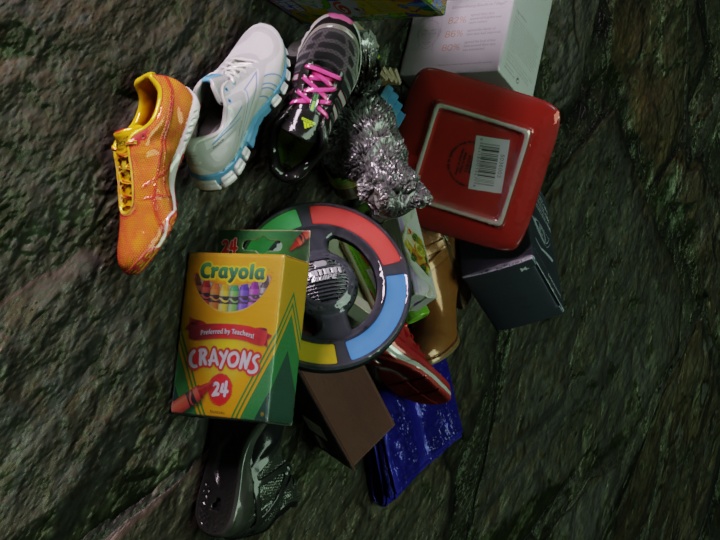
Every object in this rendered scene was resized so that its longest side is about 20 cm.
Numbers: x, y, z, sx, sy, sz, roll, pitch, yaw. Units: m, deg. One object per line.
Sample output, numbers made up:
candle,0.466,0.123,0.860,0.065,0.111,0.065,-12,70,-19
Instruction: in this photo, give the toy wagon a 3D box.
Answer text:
toy wagon,0.000,0.000,1.642,0.199,0.039,0.157,-14,74,-50

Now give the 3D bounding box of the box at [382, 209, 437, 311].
box,0.047,-0.050,1.662,0.038,0.041,0.202,11,56,-41

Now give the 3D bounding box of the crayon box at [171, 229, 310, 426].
crayon box,-0.123,0.053,1.420,0.051,0.126,0.203,17,76,-57

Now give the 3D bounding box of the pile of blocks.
pile of blocks,0.006,-0.201,1.656,0.063,0.081,0.201,-62,140,-36

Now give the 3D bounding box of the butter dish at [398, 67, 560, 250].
butter dish,0.140,-0.152,1.795,0.148,0.197,0.202,-75,-179,-75

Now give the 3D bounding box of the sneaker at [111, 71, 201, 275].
sneaker,-0.214,-0.094,1.335,0.077,0.073,0.203,21,68,-36

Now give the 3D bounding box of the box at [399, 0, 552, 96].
box,0.158,-0.323,1.830,0.106,0.151,0.202,39,60,-51

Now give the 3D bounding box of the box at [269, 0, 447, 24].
box,-0.028,-0.360,1.487,0.199,0.190,0.124,21,74,-57

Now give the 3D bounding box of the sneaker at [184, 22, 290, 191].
sneaker,-0.133,-0.186,1.427,0.087,0.074,0.202,61,42,-53

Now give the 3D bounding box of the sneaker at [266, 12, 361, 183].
sneaker,-0.052,-0.177,1.488,0.088,0.073,0.201,-83,-163,-62

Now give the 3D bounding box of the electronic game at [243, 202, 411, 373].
electronic game,-0.041,0.016,1.508,0.042,0.198,0.202,106,4,-64

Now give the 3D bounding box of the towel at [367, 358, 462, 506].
towel,0.070,0.201,1.814,0.200,0.049,0.150,-36,123,-52

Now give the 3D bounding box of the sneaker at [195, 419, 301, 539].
sneaker,-0.109,0.195,1.501,0.114,0.075,0.202,28,71,-57

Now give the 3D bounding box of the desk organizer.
desk organizer,-0.038,0.128,1.589,0.077,0.071,0.201,-42,130,-20

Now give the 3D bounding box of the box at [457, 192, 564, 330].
box,0.201,-0.045,1.896,0.148,0.103,0.202,53,27,-48

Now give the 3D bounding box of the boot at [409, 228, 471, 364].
boot,0.085,0.017,1.812,0.201,0.073,0.156,-65,143,-50

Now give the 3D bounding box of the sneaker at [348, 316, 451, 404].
sneaker,0.053,0.077,1.721,0.200,0.078,0.117,40,54,-33

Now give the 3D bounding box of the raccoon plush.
raccoon plush,0.015,-0.151,1.526,0.096,0.134,0.202,-23,122,-19

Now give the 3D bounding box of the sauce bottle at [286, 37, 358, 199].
sauce bottle,-0.035,-0.177,1.609,0.065,0.064,0.201,-58,136,-39
